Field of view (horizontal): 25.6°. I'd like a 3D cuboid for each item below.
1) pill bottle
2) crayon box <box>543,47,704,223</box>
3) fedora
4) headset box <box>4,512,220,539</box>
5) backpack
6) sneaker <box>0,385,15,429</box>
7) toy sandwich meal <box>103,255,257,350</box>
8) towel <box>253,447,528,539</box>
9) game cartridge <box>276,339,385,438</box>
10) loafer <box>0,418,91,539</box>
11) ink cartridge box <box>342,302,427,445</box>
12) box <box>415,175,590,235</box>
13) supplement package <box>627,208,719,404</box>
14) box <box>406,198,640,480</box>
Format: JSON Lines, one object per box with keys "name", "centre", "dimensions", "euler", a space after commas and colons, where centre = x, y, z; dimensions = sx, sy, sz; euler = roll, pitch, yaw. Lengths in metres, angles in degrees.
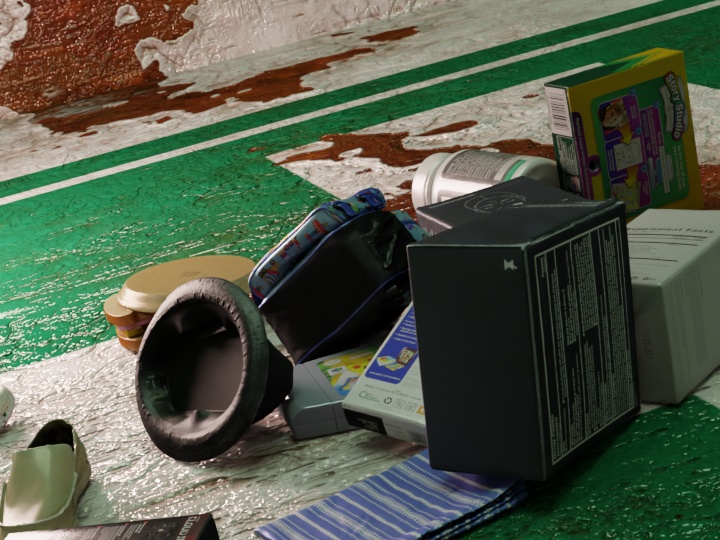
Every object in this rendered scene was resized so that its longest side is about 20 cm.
{"name": "pill bottle", "centre": [0.162, -0.094, 1.994], "dimensions": [0.113, 0.114, 0.199], "euler": [-23, 22, -33]}
{"name": "crayon box", "centre": [0.322, -0.150, 1.923], "dimensions": [0.171, 0.202, 0.058], "euler": [-19, 19, -22]}
{"name": "fedora", "centre": [-0.135, 0.102, 1.575], "dimensions": [0.091, 0.202, 0.200], "euler": [13, -3, -44]}
{"name": "headset box", "centre": [-0.198, 0.259, 1.215], "dimensions": [0.198, 0.078, 0.149], "euler": [-7, 19, 12]}
{"name": "backpack", "centre": [0.000, 0.000, 1.719], "dimensions": [0.182, 0.135, 0.200], "euler": [-43, -9, 32]}
{"name": "sneaker", "centre": [-0.456, 0.158, 1.678], "dimensions": [0.199, 0.082, 0.075], "euler": [-24, 20, -38]}
{"name": "toy sandwich meal", "centre": [-0.206, 0.039, 1.908], "dimensions": [0.203, 0.071, 0.205], "euler": [-7, 15, 2]}
{"name": "towel", "centre": [0.027, 0.201, 1.338], "dimensions": [0.199, 0.024, 0.144], "euler": [-21, 20, -27]}
{"name": "game cartridge", "centre": [0.015, 0.112, 1.596], "dimensions": [0.198, 0.041, 0.133], "euler": [-16, 22, -12]}
{"name": "loafer", "centre": [-0.298, 0.199, 1.469], "dimensions": [0.075, 0.069, 0.200], "euler": [-11, 18, 1]}
{"name": "ink cartridge box", "centre": [0.072, 0.077, 1.516], "dimensions": [0.094, 0.037, 0.200], "euler": [12, 51, 31]}
{"name": "box", "centre": [0.173, -0.022, 1.782], "dimensions": [0.147, 0.108, 0.200], "euler": [-18, 20, -17]}
{"name": "supplement package", "centre": [0.291, 0.029, 1.530], "dimensions": [0.119, 0.122, 0.200], "euler": [3, 23, 39]}
{"name": "box", "centre": [0.145, 0.053, 1.379], "dimensions": [0.122, 0.202, 0.198], "euler": [0, 12, 33]}
